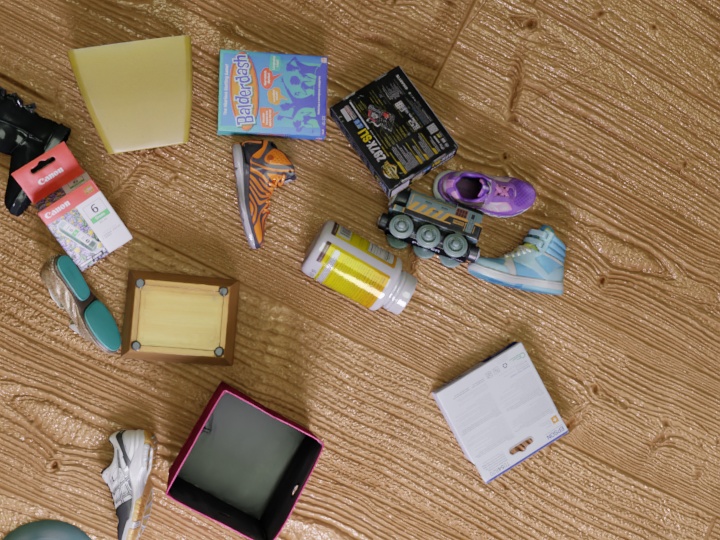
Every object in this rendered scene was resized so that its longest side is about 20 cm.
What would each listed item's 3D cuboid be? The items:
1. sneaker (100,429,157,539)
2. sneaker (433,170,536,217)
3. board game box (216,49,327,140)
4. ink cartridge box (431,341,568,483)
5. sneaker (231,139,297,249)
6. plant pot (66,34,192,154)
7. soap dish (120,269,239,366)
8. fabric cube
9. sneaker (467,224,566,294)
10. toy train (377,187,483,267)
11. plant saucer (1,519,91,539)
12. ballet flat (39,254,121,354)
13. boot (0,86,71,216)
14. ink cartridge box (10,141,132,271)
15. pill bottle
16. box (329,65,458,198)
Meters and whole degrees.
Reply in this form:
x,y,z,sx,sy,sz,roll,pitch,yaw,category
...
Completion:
x,y,z,sx,sy,sz,roll,pitch,yaw,category
-0.413,0.378,1.630,0.087,0.076,0.200,6,83,6,sneaker
0.242,-0.149,1.758,0.200,0.088,0.081,6,85,-11,sneaker
-0.163,-0.323,1.715,0.200,0.045,0.152,1,87,-9,board game box
0.265,0.268,1.764,0.199,0.041,0.200,-29,93,-11,ink cartridge box
-0.168,-0.143,1.688,0.112,0.078,0.200,-7,88,-10,sneaker
-0.382,-0.298,1.609,0.200,0.200,0.177,-10,101,-11,plant pot
-0.319,0.085,1.648,0.200,0.081,0.158,5,86,-9,soap dish
-0.201,0.327,1.598,0.200,0.199,0.196,30,82,-7,fabric cube
0.303,-0.032,1.769,0.200,0.080,0.131,12,87,-19,sneaker
0.135,-0.083,1.732,0.200,0.085,0.114,20,71,6,toy train
-0.548,0.536,1.606,0.200,0.036,0.200,1,87,-10,plant saucer
-0.493,0.064,1.628,0.065,0.071,0.200,-21,104,28,ballet flat
-0.617,-0.212,1.613,0.162,0.073,0.199,27,76,-10,boot
-0.494,-0.108,1.596,0.109,0.050,0.200,-35,125,-10,ink cartridge box
0.000,0.000,1.695,0.200,0.109,0.109,29,82,-7,pill bottle
0.062,-0.260,1.731,0.160,0.049,0.200,-34,80,-9,box
